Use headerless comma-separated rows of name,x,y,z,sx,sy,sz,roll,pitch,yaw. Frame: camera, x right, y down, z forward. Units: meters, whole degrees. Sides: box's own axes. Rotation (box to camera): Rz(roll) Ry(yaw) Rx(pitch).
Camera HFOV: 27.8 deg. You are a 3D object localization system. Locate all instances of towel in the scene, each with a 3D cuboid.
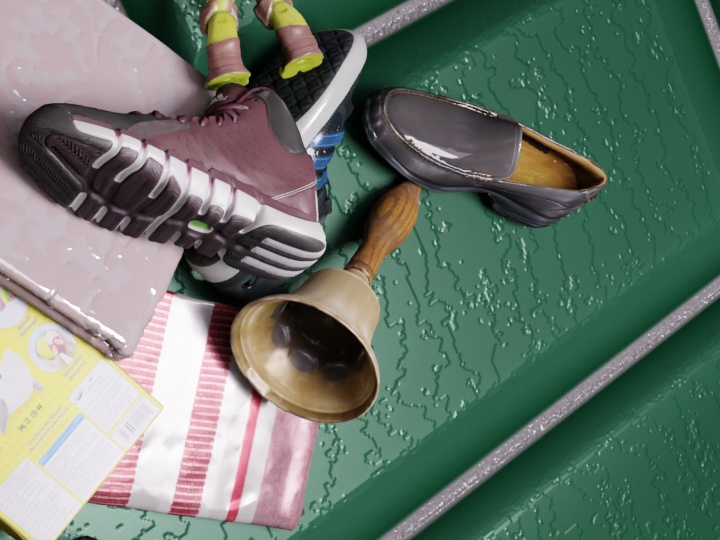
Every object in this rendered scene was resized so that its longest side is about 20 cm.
towel,-0.116,0.089,0.965,0.200,0.023,0.144,14,85,-30
towel,-0.179,-0.074,0.886,0.191,0.032,0.200,36,56,-22

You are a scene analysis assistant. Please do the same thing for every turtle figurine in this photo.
turtle figurine,-0.075,-0.205,0.946,0.200,0.064,0.162,-15,84,-34

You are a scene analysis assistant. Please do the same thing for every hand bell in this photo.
hand bell,0.000,0.000,0.996,0.104,0.104,0.200,54,40,-20

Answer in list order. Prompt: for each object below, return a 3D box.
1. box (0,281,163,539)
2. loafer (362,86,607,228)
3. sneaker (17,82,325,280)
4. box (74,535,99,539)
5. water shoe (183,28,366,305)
box,-0.230,0.060,0.864,0.200,0.048,0.117,45,69,-16
loafer,0.093,-0.091,1.060,0.200,0.072,0.073,16,67,-33
sneaker,-0.109,-0.077,0.882,0.200,0.076,0.116,25,51,-31
box,-0.211,0.254,0.852,0.200,0.106,0.123,-20,99,-30
water shoe,-0.051,-0.072,0.990,0.200,0.071,0.079,-59,139,-14
